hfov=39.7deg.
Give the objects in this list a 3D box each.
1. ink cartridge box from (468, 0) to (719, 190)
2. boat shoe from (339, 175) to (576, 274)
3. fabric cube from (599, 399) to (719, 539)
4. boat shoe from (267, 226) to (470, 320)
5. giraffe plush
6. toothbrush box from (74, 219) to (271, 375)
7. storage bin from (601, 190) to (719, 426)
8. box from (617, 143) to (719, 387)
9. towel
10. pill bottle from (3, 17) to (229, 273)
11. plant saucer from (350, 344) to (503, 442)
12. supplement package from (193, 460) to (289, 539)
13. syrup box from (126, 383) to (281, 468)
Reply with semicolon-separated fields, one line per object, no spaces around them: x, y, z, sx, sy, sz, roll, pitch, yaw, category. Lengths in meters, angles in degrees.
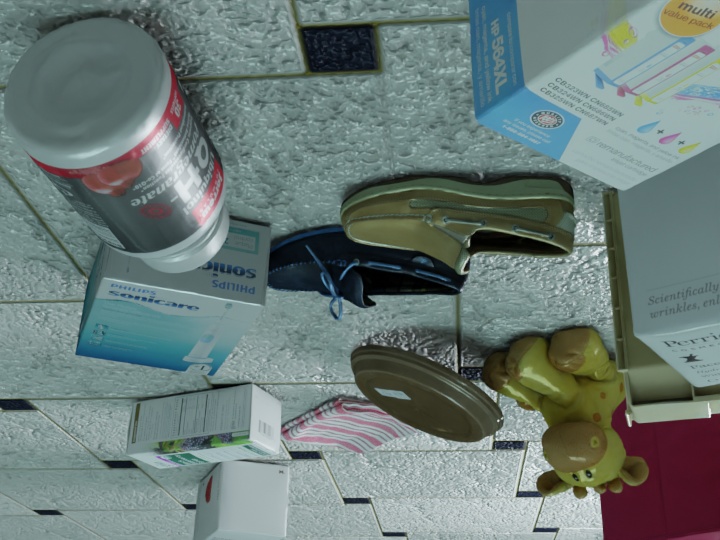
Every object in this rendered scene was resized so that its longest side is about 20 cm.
0.170;-0.153;0.528;0.128;0.126;0.200;18;150;-31;ink cartridge box
0.080;-0.034;0.836;0.199;0.076;0.072;-4;154;11;boat shoe
0.439;0.261;1.292;0.196;0.200;0.200;20;149;-36;fabric cube
0.000;0.000;0.918;0.199;0.069;0.084;-9;152;21;boat shoe
0.250;0.178;1.167;0.200;0.163;0.172;16;150;-28;giraffe plush
-0.183;0.023;0.955;0.146;0.086;0.200;11;153;-17;toothbrush box
0.307;0.023;0.807;0.199;0.199;0.094;-7;149;18;storage bin
0.283;-0.047;0.657;0.199;0.201;0.131;-16;150;32;box
-0.017;0.232;1.448;0.146;0.030;0.200;17;151;-27;towel
-0.161;-0.077;0.718;0.110;0.111;0.200;-3;154;9;pill bottle
0.074;0.153;1.193;0.200;0.030;0.200;24;157;11;plant saucer
-0.208;0.411;1.722;0.119;0.122;0.200;11;152;-18;supplement package
-0.214;0.215;1.362;0.199;0.082;0.079;-12;150;23;syrup box
